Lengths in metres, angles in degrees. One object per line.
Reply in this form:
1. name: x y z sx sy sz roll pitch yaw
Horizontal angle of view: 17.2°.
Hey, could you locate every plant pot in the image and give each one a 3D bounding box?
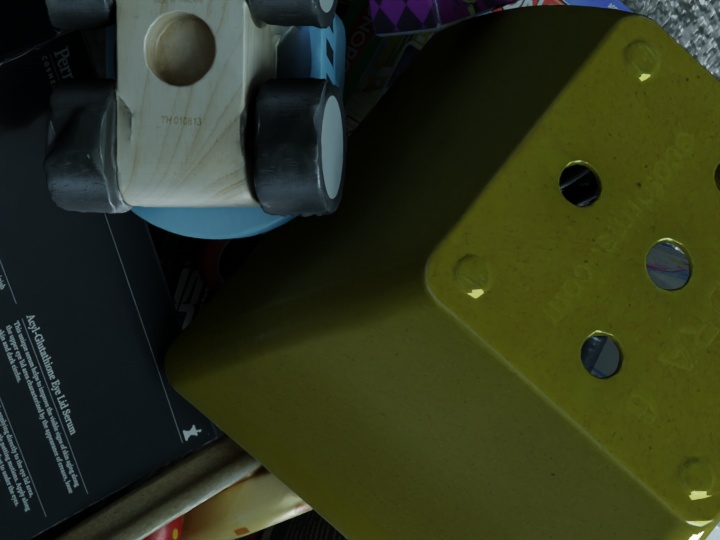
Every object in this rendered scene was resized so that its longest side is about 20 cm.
1. plant pot: 0.078 0.014 0.891 0.200 0.176 0.200 42 69 -6

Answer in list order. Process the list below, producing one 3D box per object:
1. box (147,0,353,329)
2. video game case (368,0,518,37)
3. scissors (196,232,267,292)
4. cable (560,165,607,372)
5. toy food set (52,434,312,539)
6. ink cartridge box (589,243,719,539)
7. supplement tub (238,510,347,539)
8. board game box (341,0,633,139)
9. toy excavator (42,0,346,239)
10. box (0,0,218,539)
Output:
1. box: -0.020 -0.028 1.079 0.193 0.047 0.200 2 113 -47
2. video game case: 0.048 -0.207 0.943 0.181 0.036 0.200 -25 110 -55
3. scissors: 0.000 0.000 1.071 0.200 0.014 0.073 27 93 -47
4. cable: 0.054 0.005 1.051 0.200 0.051 0.163 9 130 -42
5. toy food set: -0.092 0.122 1.031 0.200 0.049 0.198 -31 177 -25
6. ink cartridge box: 0.145 0.062 1.182 0.128 0.200 0.125 15 105 -49
7. supplement tub: 0.042 0.142 1.067 0.140 0.200 0.141 12 68 -31
8. board game box: 0.059 -0.080 1.062 0.200 0.029 0.135 28 91 -52
9. toy excavator: -0.044 -0.108 0.893 0.200 0.100 0.195 2 88 -79
10. box: -0.154 0.006 0.916 0.141 0.079 0.200 -26 126 -16
